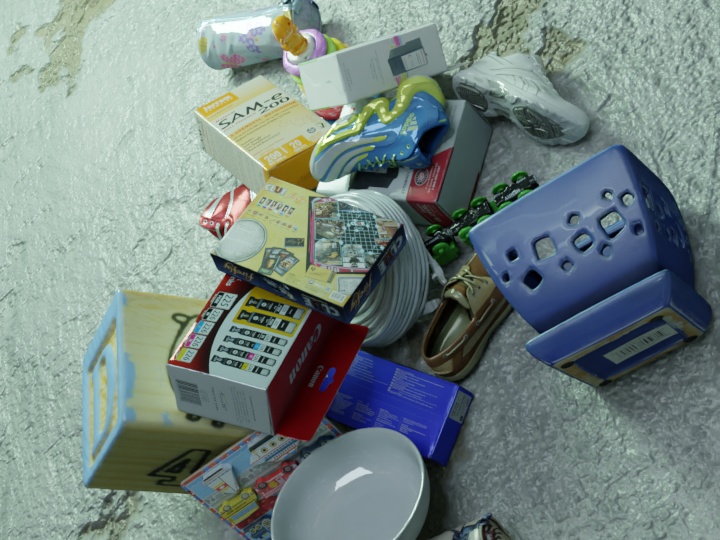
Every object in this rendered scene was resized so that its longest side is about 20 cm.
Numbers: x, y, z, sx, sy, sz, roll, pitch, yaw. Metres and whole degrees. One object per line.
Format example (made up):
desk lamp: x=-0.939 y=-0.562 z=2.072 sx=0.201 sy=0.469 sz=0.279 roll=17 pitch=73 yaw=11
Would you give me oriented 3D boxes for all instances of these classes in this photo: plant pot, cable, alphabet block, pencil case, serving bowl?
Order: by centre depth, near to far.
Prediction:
plant pot: x=0.263 y=0.009 z=1.354 sx=0.199 sy=0.199 sz=0.182 roll=-30 pitch=62 yaw=20
pencil case: x=0.077 y=0.340 z=1.395 sx=0.198 sy=0.089 sz=0.079 roll=-26 pitch=63 yaw=24
serving bowl: x=-0.003 y=0.280 z=1.422 sx=0.198 sy=0.066 sz=0.201 roll=-21 pitch=38 yaw=17
cable: x=0.000 y=0.000 z=1.575 sx=0.200 sy=0.069 sz=0.202 roll=-44 pitch=66 yaw=39
alphabet block: x=-0.236 y=0.161 z=1.580 sx=0.197 sy=0.197 sz=0.198 roll=130 pitch=140 yaw=-50
pencil case: x=-0.154 y=-0.358 z=1.879 sx=0.198 sy=0.090 sz=0.084 roll=-5 pitch=66 yaw=34

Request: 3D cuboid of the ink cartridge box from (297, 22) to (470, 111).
ink cartridge box: x=0.033 y=-0.272 z=1.629 sx=0.117 sy=0.198 sz=0.068 roll=3 pitch=112 yaw=61

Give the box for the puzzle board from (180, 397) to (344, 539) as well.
puzzle board: x=-0.099 y=0.254 z=1.522 sx=0.199 sy=0.151 sz=0.017 roll=-36 pitch=32 yaw=16

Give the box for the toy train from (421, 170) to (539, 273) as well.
toy train: x=0.145 y=-0.058 z=1.551 sx=0.199 sy=0.056 sz=0.042 roll=-32 pitch=55 yaw=22

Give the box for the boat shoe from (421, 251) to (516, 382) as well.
boat shoe: x=0.136 y=0.038 z=1.503 sx=0.075 sy=0.074 sz=0.202 roll=20 pitch=81 yaw=39

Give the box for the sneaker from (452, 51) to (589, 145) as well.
sneaker: x=0.215 y=-0.232 z=1.573 sx=0.199 sy=0.078 sz=0.100 roll=31 pitch=69 yaw=31

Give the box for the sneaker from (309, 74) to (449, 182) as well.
sneaker: x=0.028 y=-0.157 z=1.560 sx=0.199 sy=0.076 sz=0.106 roll=-38 pitch=53 yaw=13

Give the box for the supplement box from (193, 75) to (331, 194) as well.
supplement box: x=-0.131 y=-0.185 z=1.760 sx=0.125 sy=0.074 sz=0.200 roll=-32 pitch=46 yaw=-23

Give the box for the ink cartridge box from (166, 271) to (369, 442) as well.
ink cartridge box: x=-0.103 y=0.088 z=1.470 sx=0.173 sy=0.085 sz=0.201 roll=12 pitch=46 yaw=18

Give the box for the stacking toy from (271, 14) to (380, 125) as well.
stacking toy: x=-0.064 y=-0.289 z=1.711 sx=0.109 sy=0.200 sz=0.118 roll=-11 pitch=63 yaw=30

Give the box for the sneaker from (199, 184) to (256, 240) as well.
sneaker: x=-0.169 y=-0.035 z=1.752 sx=0.111 sy=0.071 sz=0.202 roll=-21 pitch=51 yaw=21

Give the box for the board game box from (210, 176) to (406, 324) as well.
board game box: x=-0.062 y=-0.028 z=1.482 sx=0.198 sy=0.035 sz=0.136 roll=21 pitch=60 yaw=29

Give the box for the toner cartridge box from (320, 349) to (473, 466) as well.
toner cartridge box: x=0.036 y=0.163 z=1.536 sx=0.198 sy=0.043 sz=0.096 roll=17 pitch=79 yaw=39

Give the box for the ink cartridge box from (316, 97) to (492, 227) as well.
ink cartridge box: x=0.055 y=-0.144 z=1.638 sx=0.198 sy=0.083 sz=0.148 roll=7 pitch=73 yaw=37
